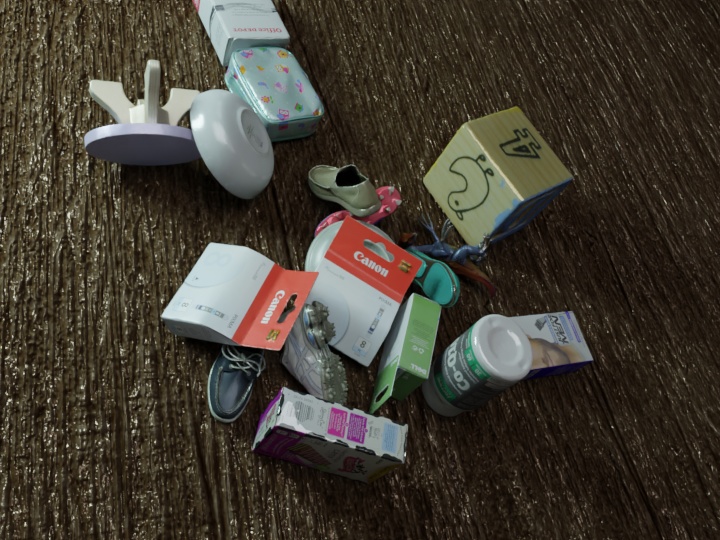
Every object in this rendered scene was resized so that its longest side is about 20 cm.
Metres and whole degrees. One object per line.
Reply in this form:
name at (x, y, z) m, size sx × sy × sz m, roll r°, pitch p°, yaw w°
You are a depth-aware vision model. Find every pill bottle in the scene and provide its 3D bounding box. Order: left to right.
pill bottle at (0.188, 0.166, 1.056) m, size 0.111 × 0.201 × 0.115 m, roll 12°, pitch 55°, yaw -18°

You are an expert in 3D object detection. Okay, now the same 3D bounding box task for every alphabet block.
alphabet block at (0.287, -0.193, 1.337) m, size 0.195 × 0.196 × 0.201 m, roll -24°, pitch 71°, yaw -37°

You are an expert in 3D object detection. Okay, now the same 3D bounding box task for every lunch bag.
lunch bag at (-0.181, -0.359, 1.281) m, size 0.158 × 0.077 × 0.202 m, roll -20°, pitch 71°, yaw -33°

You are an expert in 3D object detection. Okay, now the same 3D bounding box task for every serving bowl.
serving bowl at (-0.212, -0.234, 1.125) m, size 0.201 × 0.065 × 0.203 m, roll 51°, pitch 28°, yaw -41°

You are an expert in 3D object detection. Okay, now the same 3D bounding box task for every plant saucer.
plant saucer at (0.000, 0.000, 1.132) m, size 0.196 × 0.050 × 0.204 m, roll 6°, pitch 73°, yaw -20°

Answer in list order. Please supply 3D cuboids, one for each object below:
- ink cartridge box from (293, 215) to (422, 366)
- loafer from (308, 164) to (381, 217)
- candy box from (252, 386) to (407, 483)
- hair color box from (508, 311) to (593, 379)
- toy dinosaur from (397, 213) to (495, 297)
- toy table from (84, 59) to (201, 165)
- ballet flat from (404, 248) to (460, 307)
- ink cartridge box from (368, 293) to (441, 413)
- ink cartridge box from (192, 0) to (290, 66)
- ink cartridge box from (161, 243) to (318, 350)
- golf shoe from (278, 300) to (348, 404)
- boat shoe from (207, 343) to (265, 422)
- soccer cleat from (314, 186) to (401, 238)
ink cartridge box at (-0.006, 0.035, 1.065) m, size 0.158 × 0.047 × 0.202 m, roll 30°, pitch 96°, yaw -5°
loafer at (-0.032, -0.166, 1.188) m, size 0.075 × 0.069 × 0.199 m, roll -30°, pitch 40°, yaw -28°
candy box at (-0.047, 0.248, 0.930) m, size 0.197 × 0.137 × 0.062 m, roll 19°, pitch 55°, yaw -14°
hair color box at (0.349, 0.148, 1.236) m, size 0.197 × 0.065 × 0.111 m, roll -4°, pitch 63°, yaw -26°
toy dinosaur at (0.168, -0.032, 1.247) m, size 0.178 × 0.105 × 0.204 m, roll -13°, pitch 81°, yaw -7°
toy table at (-0.364, -0.259, 1.075) m, size 0.197 × 0.183 × 0.120 m, roll 1°, pitch 75°, yaw -38°
ballet flat at (0.139, 0.013, 1.165) m, size 0.070 × 0.068 × 0.200 m, roll 18°, pitch 13°, yaw -34°
ink cartridge box at (0.075, 0.152, 1.070) m, size 0.058 × 0.104 × 0.202 m, roll 24°, pitch 52°, yaw -10°
ink cartridge box at (-0.257, -0.539, 1.350) m, size 0.143 × 0.084 × 0.202 m, roll -13°, pitch 68°, yaw -32°
ink cartridge box at (-0.184, 0.036, 0.976) m, size 0.196 × 0.048 × 0.161 m, roll 5°, pitch 48°, yaw 23°
golf shoe at (-0.081, 0.156, 1.022) m, size 0.078 × 0.096 × 0.204 m, roll 1°, pitch 76°, yaw -67°
boat shoe at (-0.183, 0.133, 0.981) m, size 0.074 × 0.062 × 0.202 m, roll 26°, pitch 53°, yaw -12°
soccer cleat at (-0.007, -0.101, 1.222) m, size 0.198 × 0.076 × 0.067 m, roll -34°, pitch 99°, yaw -20°
